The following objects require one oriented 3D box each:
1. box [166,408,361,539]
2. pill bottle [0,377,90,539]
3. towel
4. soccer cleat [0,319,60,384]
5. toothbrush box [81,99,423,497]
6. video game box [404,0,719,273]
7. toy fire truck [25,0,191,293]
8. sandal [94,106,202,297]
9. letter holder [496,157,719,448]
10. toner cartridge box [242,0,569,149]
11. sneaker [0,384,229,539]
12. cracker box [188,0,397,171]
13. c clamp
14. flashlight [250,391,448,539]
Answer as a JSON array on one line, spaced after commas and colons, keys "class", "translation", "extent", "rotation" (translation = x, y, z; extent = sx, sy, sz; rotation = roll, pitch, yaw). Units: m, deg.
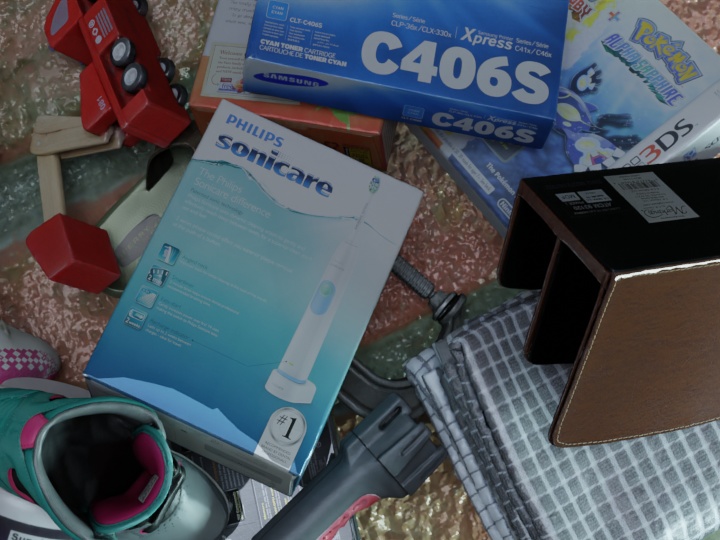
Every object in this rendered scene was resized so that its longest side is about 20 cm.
[{"class": "box", "translation": [-0.086, 0.153, 0.922], "extent": [0.156, 0.048, 0.203], "rotation": [-14, 83, 3]}, {"class": "pill bottle", "translation": [-0.225, 0.180, 0.881], "extent": [0.110, 0.111, 0.202], "rotation": [18, 96, 6]}, {"class": "towel", "translation": [0.146, 0.103, 0.873], "extent": [0.164, 0.086, 0.202], "rotation": [-24, 82, -19]}, {"class": "soccer cleat", "translation": [-0.275, 0.036, 0.878], "extent": [0.069, 0.199, 0.088], "rotation": [12, 93, 37]}, {"class": "toothbrush box", "translation": [-0.066, 0.017, 0.841], "extent": [0.145, 0.085, 0.202], "rotation": [23, 72, 0]}, {"class": "video game box", "translation": [0.137, -0.117, 0.902], "extent": [0.182, 0.047, 0.200], "rotation": [-37, 59, -2]}, {"class": "toy fire truck", "translation": [-0.190, -0.102, 0.934], "extent": [0.141, 0.049, 0.201], "rotation": [-39, 58, 21]}, {"class": "sandal", "translation": [-0.122, -0.063, 0.943], "extent": [0.080, 0.057, 0.202], "rotation": [38, 88, 7]}, {"class": "letter holder", "translation": [0.190, 0.019, 0.831], "extent": [0.198, 0.143, 0.101], "rotation": [-8, 38, -27]}, {"class": "toner cartridge box", "translation": [0.030, -0.146, 0.848], "extent": [0.197, 0.043, 0.096], "rotation": [10, 67, -2]}, {"class": "sneaker", "translation": [-0.136, 0.127, 0.792], "extent": [0.199, 0.120, 0.084], "rotation": [30, 74, -35]}, {"class": "cracker box", "translation": [-0.027, -0.177, 0.918], "extent": [0.132, 0.058, 0.202], "rotation": [10, 69, 10]}, {"class": "c clamp", "translation": [0.000, 0.000, 0.920], "extent": [0.200, 0.027, 0.171], "rotation": [45, 62, 0]}, {"class": "flashlight", "translation": [-0.027, 0.174, 0.863], "extent": [0.200, 0.068, 0.068], "rotation": [-42, 78, -6]}]
